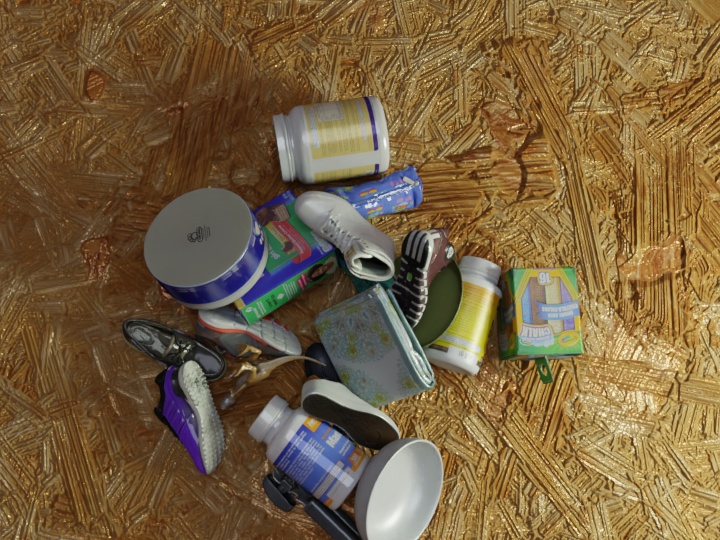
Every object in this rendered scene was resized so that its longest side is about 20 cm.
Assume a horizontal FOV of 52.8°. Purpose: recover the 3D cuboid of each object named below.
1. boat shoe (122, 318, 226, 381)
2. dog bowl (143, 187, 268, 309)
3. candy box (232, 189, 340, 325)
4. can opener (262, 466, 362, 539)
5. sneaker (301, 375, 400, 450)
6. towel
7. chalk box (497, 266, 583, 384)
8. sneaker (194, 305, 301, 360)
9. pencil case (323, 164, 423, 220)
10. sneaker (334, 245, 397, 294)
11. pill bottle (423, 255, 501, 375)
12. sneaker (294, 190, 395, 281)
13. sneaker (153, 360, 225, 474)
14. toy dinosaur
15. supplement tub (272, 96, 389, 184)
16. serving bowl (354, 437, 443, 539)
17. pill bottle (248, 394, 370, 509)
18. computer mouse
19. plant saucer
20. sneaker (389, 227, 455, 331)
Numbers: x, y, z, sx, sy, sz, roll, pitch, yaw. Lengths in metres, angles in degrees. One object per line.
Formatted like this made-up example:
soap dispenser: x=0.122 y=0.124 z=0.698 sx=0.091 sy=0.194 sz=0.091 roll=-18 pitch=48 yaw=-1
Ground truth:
boat shoe: x=-0.334 y=0.142 z=1.288 sx=0.199 sy=0.065 sz=0.074 roll=21 pitch=76 yaw=-1
dog bowl: x=-0.263 y=-0.039 z=1.239 sx=0.199 sy=0.079 sz=0.201 roll=-6 pitch=59 yaw=11
candy box: x=-0.164 y=-0.025 z=1.302 sx=0.199 sy=0.077 sz=0.169 roll=-33 pitch=60 yaw=-9
can opener: x=-0.085 y=0.420 z=1.269 sx=0.200 sy=0.053 sz=0.067 roll=43 pitch=111 yaw=4
sneaker: x=-0.014 y=0.240 z=1.266 sx=0.200 sy=0.085 sz=0.073 roll=34 pitch=108 yaw=-19
towel: x=0.020 y=0.137 z=1.269 sx=0.048 sy=0.171 sz=0.201 roll=-27 pitch=91 yaw=-52
chalk box: x=0.321 y=0.103 z=1.317 sx=0.123 sy=0.124 sz=0.201 roll=0 pitch=78 yaw=-5
sneaker: x=-0.205 y=0.125 z=1.310 sx=0.199 sy=0.077 sz=0.082 roll=23 pitch=116 yaw=-11
pencil case: x=0.027 y=-0.134 z=1.331 sx=0.199 sy=0.087 sz=0.078 roll=-19 pitch=88 yaw=-28
sneaker: x=0.000 y=0.000 z=1.320 sx=0.078 sy=0.080 sz=0.200 roll=-45 pitch=73 yaw=8
pill bottle: x=0.190 y=0.080 z=1.318 sx=0.109 sy=0.109 sz=0.201 roll=20 pitch=78 yaw=0
sneaker: x=-0.023 y=-0.057 z=1.216 sx=0.199 sy=0.116 sz=0.074 roll=29 pitch=111 yaw=-13
sneaker: x=-0.307 y=0.260 z=1.271 sx=0.099 sy=0.070 sz=0.201 roll=-12 pitch=95 yaw=21
toy dinosaur: x=-0.175 y=0.172 z=1.280 sx=0.199 sy=0.106 sz=0.061 roll=-31 pitch=47 yaw=9
supplement tub: x=-0.056 y=-0.239 z=1.344 sx=0.199 sy=0.145 sz=0.146 roll=-9 pitch=80 yaw=-6
serving bowl: x=0.056 y=0.375 z=1.234 sx=0.066 sy=0.200 sz=0.201 roll=13 pitch=74 yaw=42
pill bottle: x=-0.091 y=0.307 z=1.250 sx=0.200 sy=0.112 sz=0.112 roll=37 pitch=78 yaw=4
computer mouse: x=-0.054 y=0.227 z=1.309 sx=0.058 sy=0.034 sz=0.201 roll=-19 pitch=82 yaw=-9
plant saucer: x=0.104 y=0.054 z=1.306 sx=0.199 sy=0.031 sz=0.201 roll=-20 pitch=55 yaw=32
sneaker: x=0.115 y=0.013 z=1.252 sx=0.076 sy=0.201 sz=0.115 roll=36 pitch=38 yaw=29
